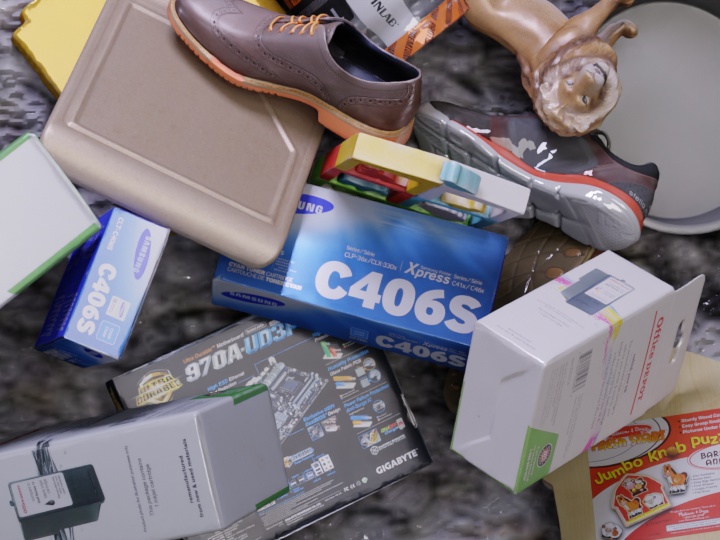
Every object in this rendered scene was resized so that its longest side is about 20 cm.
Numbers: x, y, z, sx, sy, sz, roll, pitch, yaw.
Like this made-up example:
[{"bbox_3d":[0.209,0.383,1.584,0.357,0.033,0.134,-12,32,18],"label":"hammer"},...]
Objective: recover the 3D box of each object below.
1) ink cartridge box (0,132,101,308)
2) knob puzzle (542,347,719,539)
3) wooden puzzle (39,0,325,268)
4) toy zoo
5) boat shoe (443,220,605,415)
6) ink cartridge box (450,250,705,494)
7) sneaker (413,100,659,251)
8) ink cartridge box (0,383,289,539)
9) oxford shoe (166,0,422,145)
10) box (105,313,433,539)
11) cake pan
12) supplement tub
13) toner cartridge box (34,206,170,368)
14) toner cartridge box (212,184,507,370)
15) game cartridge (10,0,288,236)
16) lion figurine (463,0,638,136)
[{"bbox_3d":[-0.269,-0.013,1.557,0.145,0.200,0.084,-39,98,-12],"label":"ink cartridge box"},{"bbox_3d":[0.234,0.143,1.700,0.218,0.031,0.221,-9,49,11],"label":"knob puzzle"},{"bbox_3d":[-0.120,-0.110,1.622,0.184,0.037,0.201,26,50,-8],"label":"wooden puzzle"},{"bbox_3d":[0.042,-0.062,1.629,0.130,0.200,0.021,18,82,-10],"label":"toy zoo"},{"bbox_3d":[0.136,0.038,1.717,0.068,0.072,0.201,44,71,-41],"label":"boat shoe"},{"bbox_3d":[0.159,0.064,1.636,0.199,0.067,0.118,-25,136,-43],"label":"ink cartridge box"},{"bbox_3d":[0.135,-0.086,1.704,0.199,0.077,0.082,27,61,16],"label":"sneaker"},{"bbox_3d":[-0.168,0.143,1.556,0.199,0.147,0.084,-12,92,18],"label":"ink cartridge box"},{"bbox_3d":[-0.044,-0.164,1.618,0.199,0.073,0.071,26,47,3],"label":"oxford shoe"},{"bbox_3d":[-0.066,0.113,1.669,0.199,0.046,0.160,-25,90,-14],"label":"box"},{"bbox_3d":[0.247,-0.127,1.763,0.199,0.037,0.202,1,85,-12],"label":"cake pan"},{"bbox_3d":[-0.015,-0.245,1.670,0.122,0.123,0.200,-38,94,-13],"label":"supplement tub"},{"bbox_3d":[-0.182,0.015,1.573,0.043,0.200,0.096,21,82,-11],"label":"toner cartridge box"},{"bbox_3d":[0.000,0.000,1.639,0.198,0.043,0.096,14,62,3],"label":"toner cartridge box"},{"bbox_3d":[-0.138,-0.157,1.686,0.176,0.032,0.200,-39,92,-12],"label":"game cartridge"},{"bbox_3d":[0.129,-0.185,1.697,0.122,0.073,0.200,-41,61,-19],"label":"lion figurine"}]
